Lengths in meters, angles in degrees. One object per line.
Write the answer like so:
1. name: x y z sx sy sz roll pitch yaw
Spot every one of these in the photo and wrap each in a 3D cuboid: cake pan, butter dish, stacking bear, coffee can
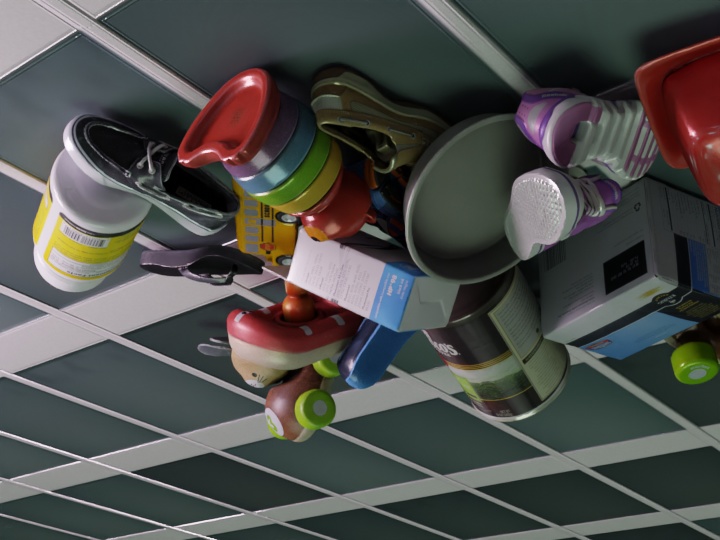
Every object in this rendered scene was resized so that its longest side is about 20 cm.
1. cake pan: 0.128 -0.080 1.147 0.198 0.037 0.202 -16 129 -21
2. butter dish: 0.378 -0.124 1.014 0.198 0.149 0.199 -17 149 20
3. stacking bear: -0.066 -0.102 1.114 0.121 0.115 0.200 4 152 48
4. coffee can: 0.162 0.073 1.370 0.145 0.147 0.201 -14 131 29

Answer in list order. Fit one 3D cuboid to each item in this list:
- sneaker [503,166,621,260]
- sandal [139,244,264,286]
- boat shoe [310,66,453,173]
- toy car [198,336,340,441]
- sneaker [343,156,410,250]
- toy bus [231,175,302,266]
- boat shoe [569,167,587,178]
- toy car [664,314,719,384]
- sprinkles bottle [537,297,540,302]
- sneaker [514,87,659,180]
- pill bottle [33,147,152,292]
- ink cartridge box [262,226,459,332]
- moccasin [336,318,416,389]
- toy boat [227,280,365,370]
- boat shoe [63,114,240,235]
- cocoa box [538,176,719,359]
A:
1. sneaker: 0.210 -0.074 1.073 0.113 0.073 0.200 -23 175 -5
2. sandal: -0.200 0.001 1.390 0.198 0.043 0.076 -3 161 38
3. boat shoe: 0.029 -0.132 1.118 0.199 0.077 0.071 20 148 -31
4. toy car: -0.141 0.148 1.605 0.198 0.159 0.164 24 158 -16
5. sneaker: 0.038 -0.074 1.256 0.078 0.076 0.200 1 150 33
6. toy bus: -0.105 -0.071 1.260 0.077 0.066 0.201 4 153 -2
7. boat shoe: 0.176 -0.058 1.267 0.201 0.061 0.072 -23 144 40
8. toy car: 0.467 0.026 1.322 0.156 0.166 0.200 14 139 -21
9. sprinkles bottle: 0.200 0.071 1.511 0.197 0.069 0.068 -1 153 5
10. sneaker: 0.229 -0.145 1.087 0.199 0.081 0.088 3 -158 -43
11. pill bottle: -0.313 -0.057 1.251 0.113 0.116 0.200 13 152 -20
12. ink cartridge box: 0.000 0.000 1.233 0.199 0.067 0.115 24 -166 30
13. moccasin: 0.034 0.057 1.410 0.081 0.200 0.068 50 167 -31
14. toy boat: -0.083 0.047 1.440 0.199 0.132 0.130 -17 -157 -36
15. boat shoe: -0.217 -0.107 1.156 0.199 0.072 0.068 35 149 -19
16. cocoa box: 0.324 0.004 1.296 0.130 0.135 0.200 16 150 -26
